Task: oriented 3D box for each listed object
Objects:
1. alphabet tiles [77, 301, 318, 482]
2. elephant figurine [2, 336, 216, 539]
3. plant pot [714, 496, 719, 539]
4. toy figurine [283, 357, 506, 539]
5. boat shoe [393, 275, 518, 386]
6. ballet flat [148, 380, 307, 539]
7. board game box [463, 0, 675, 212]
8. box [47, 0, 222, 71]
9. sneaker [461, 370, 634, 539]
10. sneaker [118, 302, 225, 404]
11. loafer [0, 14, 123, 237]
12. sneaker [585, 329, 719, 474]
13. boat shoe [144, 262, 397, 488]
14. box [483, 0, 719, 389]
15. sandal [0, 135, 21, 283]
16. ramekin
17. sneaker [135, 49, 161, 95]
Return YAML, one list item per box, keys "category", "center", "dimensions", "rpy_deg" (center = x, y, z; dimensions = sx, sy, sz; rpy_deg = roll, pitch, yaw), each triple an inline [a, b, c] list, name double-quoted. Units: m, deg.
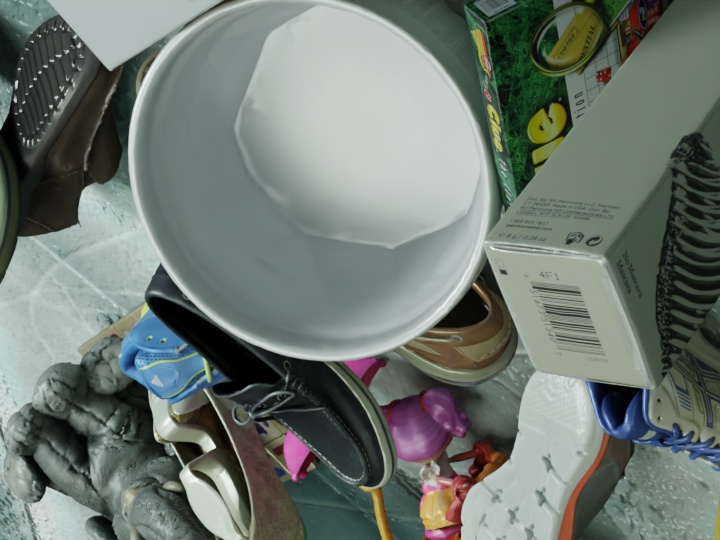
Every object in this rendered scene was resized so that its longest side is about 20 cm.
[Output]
- category: "alphabet tiles"
  center: [-0.119, 0.097, 1.646]
  dimensions: [0.166, 0.006, 0.200]
  rpy_deg: [46, 146, -9]
- category: "elephant figurine"
  center: [-0.146, 0.156, 1.601]
  dimensions: [0.200, 0.155, 0.142]
  rpy_deg: [38, 134, 18]
- category: "plant pot"
  center: [0.288, 0.157, 1.137]
  dimensions: [0.195, 0.200, 0.195]
  rpy_deg: [-4, 127, 46]
- category: "toy figurine"
  center: [0.034, 0.138, 1.455]
  dimensions: [0.199, 0.150, 0.185]
  rpy_deg: [-14, 112, 26]
- category: "boat shoe"
  center: [0.000, 0.000, 1.346]
  dimensions: [0.199, 0.076, 0.072]
  rpy_deg: [19, 160, 13]
- category: "ballet flat"
  center: [-0.100, 0.114, 1.516]
  dimensions: [0.068, 0.062, 0.200]
  rpy_deg: [-52, 58, 32]
- category: "board game box"
  center: [0.114, -0.069, 1.135]
  dimensions: [0.023, 0.104, 0.201]
  rpy_deg: [51, 162, 46]
- category: "box"
  center: [-0.075, -0.199, 1.148]
  dimensions: [0.098, 0.124, 0.200]
  rpy_deg: [49, 146, -14]
- category: "sneaker"
  center: [0.124, 0.127, 1.351]
  dimensions: [0.077, 0.082, 0.200]
  rpy_deg: [55, 140, 30]
- category: "sneaker"
  center: [-0.077, 0.048, 1.456]
  dimensions: [0.199, 0.105, 0.076]
  rpy_deg: [-4, 127, 47]
- category: "loafer"
  center: [-0.184, -0.092, 1.449]
  dimensions: [0.200, 0.071, 0.073]
  rpy_deg: [-53, 44, 50]
- category: "sneaker"
  center: [0.171, 0.075, 1.261]
  dimensions: [0.200, 0.088, 0.075]
  rpy_deg: [45, 145, -10]
- category: "boat shoe"
  center: [-0.055, 0.061, 1.353]
  dimensions: [0.200, 0.062, 0.074]
  rpy_deg: [50, 147, -18]
- category: "box"
  center: [0.142, -0.042, 1.047]
  dimensions: [0.068, 0.200, 0.082]
  rpy_deg: [7, 136, 39]
- category: "sandal"
  center: [-0.261, -0.077, 1.451]
  dimensions: [0.080, 0.057, 0.202]
  rpy_deg: [-43, 61, 57]
- category: "ramekin"
  center: [-0.013, -0.063, 1.207]
  dimensions: [0.199, 0.105, 0.201]
  rpy_deg: [7, 113, 17]
- category: "sneaker"
  center: [-0.035, -0.070, 1.333]
  dimensions: [0.199, 0.071, 0.076]
  rpy_deg: [30, 171, 12]
